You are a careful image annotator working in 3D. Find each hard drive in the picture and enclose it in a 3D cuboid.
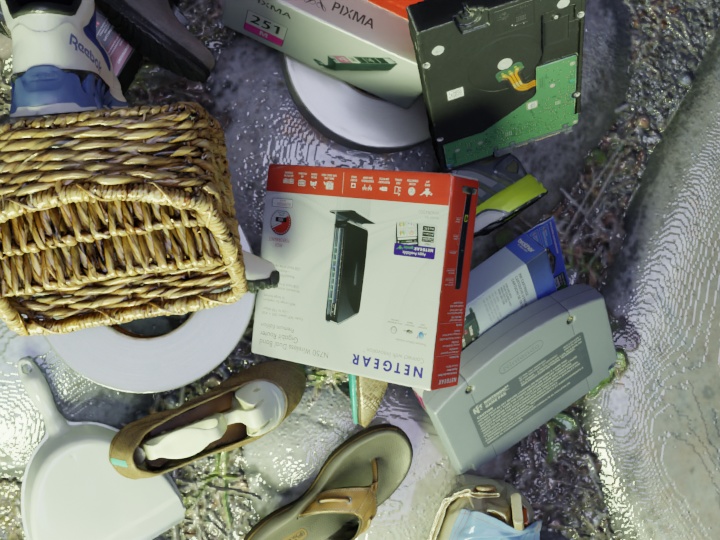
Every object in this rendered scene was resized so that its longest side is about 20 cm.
[{"bbox_3d":[0.121,-0.171,0.785,0.139,0.200,0.038,-18,60,3],"label":"hard drive"}]

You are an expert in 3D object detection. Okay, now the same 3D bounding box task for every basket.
[{"bbox_3d":[-0.194,-0.033,0.677,0.200,0.143,0.149,-8,88,1],"label":"basket"}]

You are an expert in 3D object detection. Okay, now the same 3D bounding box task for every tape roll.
[{"bbox_3d":[0.022,-0.218,0.905,0.202,0.037,0.203,0,88,-9],"label":"tape roll"},{"bbox_3d":[-0.198,0.011,0.847,0.200,0.066,0.201,0,89,-8],"label":"tape roll"}]

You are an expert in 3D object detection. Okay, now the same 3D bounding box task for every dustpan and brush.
[{"bbox_3d":[-0.267,0.171,0.844,0.139,0.057,0.200,-27,99,-21],"label":"dustpan and brush"}]

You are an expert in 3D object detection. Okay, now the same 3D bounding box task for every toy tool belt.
[{"bbox_3d":[0.122,0.300,0.862,0.125,0.123,0.200,6,88,-9],"label":"toy tool belt"}]

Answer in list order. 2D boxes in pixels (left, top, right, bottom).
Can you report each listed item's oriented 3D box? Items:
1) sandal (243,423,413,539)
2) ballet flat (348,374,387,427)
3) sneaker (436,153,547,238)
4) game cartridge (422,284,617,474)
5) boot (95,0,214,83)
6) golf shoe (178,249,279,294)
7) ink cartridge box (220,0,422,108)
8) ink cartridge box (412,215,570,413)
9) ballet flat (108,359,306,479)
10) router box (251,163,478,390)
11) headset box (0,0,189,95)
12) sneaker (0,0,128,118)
[{"bbox_3d":[-0.026,0.229,0.862,0.200,0.055,0.082,-36,119,-8],"label":"sandal"},{"bbox_3d":[0.011,0.049,0.878,0.065,0.071,0.200,-8,91,-5],"label":"ballet flat"},{"bbox_3d":[0.087,-0.063,0.888,0.200,0.074,0.081,-28,80,-30],"label":"sneaker"},{"bbox_3d":[0.157,0.102,0.883,0.200,0.042,0.133,-33,127,-9],"label":"game cartridge"},{"bbox_3d":[-0.178,-0.268,0.783,0.200,0.070,0.132,40,78,-11],"label":"boot"},{"bbox_3d":[-0.158,-0.039,0.784,0.200,0.078,0.095,18,85,-10],"label":"golf shoe"},{"bbox_3d":[-0.017,-0.226,0.791,0.200,0.174,0.044,23,77,-8],"label":"ink cartridge box"},{"bbox_3d":[0.129,0.047,0.882,0.200,0.042,0.119,-37,135,-11],"label":"ink cartridge box"},{"bbox_3d":[-0.130,0.138,0.831,0.200,0.072,0.068,-18,96,-23],"label":"ballet flat"},{"bbox_3d":[0.000,0.000,0.811,0.200,0.049,0.180,7,93,35],"label":"router box"},{"bbox_3d":[-0.258,-0.263,0.840,0.200,0.075,0.149,29,84,-7],"label":"headset box"},{"bbox_3d":[-0.228,-0.180,0.705,0.080,0.199,0.115,-4,102,-10],"label":"sneaker"}]
